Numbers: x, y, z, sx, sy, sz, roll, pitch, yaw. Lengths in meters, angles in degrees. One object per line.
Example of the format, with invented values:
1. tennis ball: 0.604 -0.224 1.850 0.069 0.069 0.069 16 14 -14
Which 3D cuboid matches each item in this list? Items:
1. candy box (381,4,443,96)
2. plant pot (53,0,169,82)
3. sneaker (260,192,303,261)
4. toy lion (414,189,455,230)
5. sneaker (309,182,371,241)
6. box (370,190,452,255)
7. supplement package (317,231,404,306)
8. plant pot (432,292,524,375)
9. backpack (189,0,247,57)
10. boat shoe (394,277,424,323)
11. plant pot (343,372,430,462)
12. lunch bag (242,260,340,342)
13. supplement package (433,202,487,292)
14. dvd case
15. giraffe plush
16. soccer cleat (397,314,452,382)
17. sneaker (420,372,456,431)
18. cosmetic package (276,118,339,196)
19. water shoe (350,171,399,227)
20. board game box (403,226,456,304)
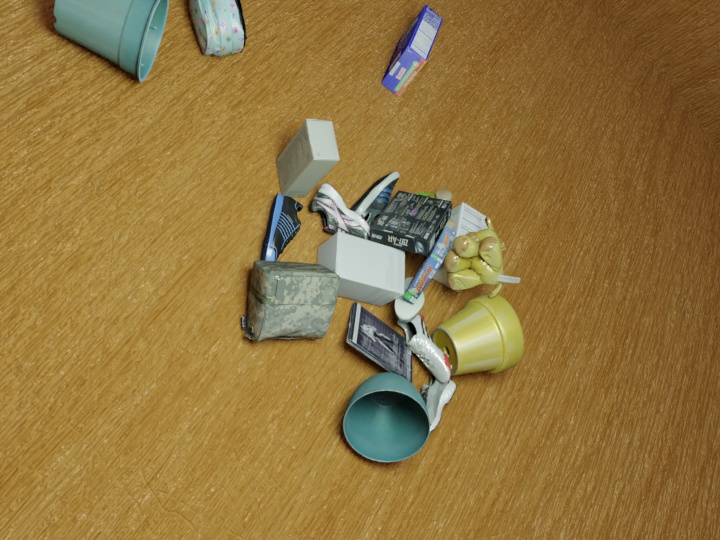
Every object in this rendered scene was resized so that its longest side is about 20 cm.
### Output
1. candy box: 0.153 -0.654 1.784 0.076 0.169 0.204 30 60 -14
2. plant pot: -0.541 -0.549 1.300 0.191 0.200 0.205 20 63 -16
3. sneaker: -0.185 -0.088 1.427 0.076 0.070 0.205 18 64 -20
4. toy lion: 0.160 -0.144 1.644 0.185 0.070 0.203 5 44 0
5. sneaker: -0.054 -0.121 1.532 0.200 0.080 0.087 45 74 -8
6. box: 0.134 -0.128 1.542 0.156 0.044 0.201 14 40 19
7. supplement package: 0.000 0.000 1.485 0.195 0.116 0.121 15 65 -28
8. plant pot: 0.296 0.183 1.572 0.184 0.201 0.206 -16 81 -22
9. backpack: -0.353 -0.631 1.476 0.123 0.167 0.205 -17 85 -15
10. boat shoe: 0.128 0.087 1.527 0.071 0.063 0.201 5 27 10
11. plant pot: 0.061 0.317 1.386 0.199 0.200 0.136 37 23 -15
12. lunch bag: -0.157 0.075 1.345 0.195 0.138 0.173 2 101 -32
13. supplement package: 0.282 -0.065 1.689 0.108 0.113 0.205 26 62 -20
14. dvd case: 0.051 0.179 1.476 0.198 0.016 0.150 37 29 -17
15. giraffe plush: 0.315 -0.049 1.555 0.195 0.175 0.164 19 41 -7
16. soccer cleat: 0.161 0.198 1.525 0.084 0.069 0.203 -3 57 -44
17. sneaker: 0.169 0.343 1.506 0.079 0.074 0.201 38 50 -3
18. cosmetic package: -0.132 -0.266 1.444 0.071 0.199 0.107 -3 74 -32
19. water shoe: 0.049 -0.187 1.619 0.200 0.071 0.080 -47 108 -29
20. board game box: 0.176 -0.017 1.509 0.034 0.137 0.200 32 32 3
